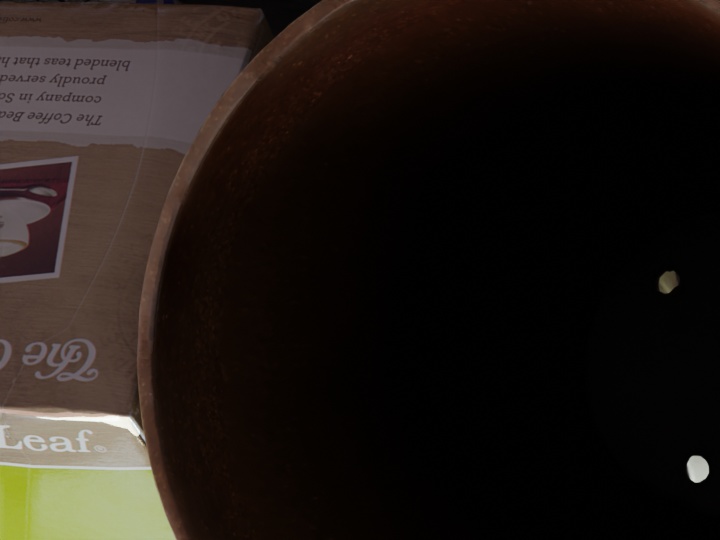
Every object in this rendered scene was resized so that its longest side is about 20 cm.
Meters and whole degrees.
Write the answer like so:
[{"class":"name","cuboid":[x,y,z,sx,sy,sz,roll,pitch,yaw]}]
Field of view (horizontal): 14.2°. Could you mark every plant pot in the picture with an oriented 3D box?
[{"class":"plant pot","cuboid":[0.070,0.022,0.739,0.186,0.188,0.200,17,-175,23]}]

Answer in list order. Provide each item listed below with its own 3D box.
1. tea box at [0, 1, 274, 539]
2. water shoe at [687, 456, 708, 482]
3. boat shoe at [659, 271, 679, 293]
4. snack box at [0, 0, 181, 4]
[{"class":"tea box","cuboid":[-0.105,0.033,0.822,0.199,0.134,0.197,3,147,20]},{"class":"water shoe","cuboid":[0.078,0.060,1.055,0.078,0.072,0.200,-16,176,-9]},{"class":"boat shoe","cuboid":[0.044,0.000,0.889,0.075,0.074,0.200,15,168,32]},{"class":"snack box","cuboid":[-0.077,-0.055,0.834,0.071,0.024,0.200,-14,141,28]}]
